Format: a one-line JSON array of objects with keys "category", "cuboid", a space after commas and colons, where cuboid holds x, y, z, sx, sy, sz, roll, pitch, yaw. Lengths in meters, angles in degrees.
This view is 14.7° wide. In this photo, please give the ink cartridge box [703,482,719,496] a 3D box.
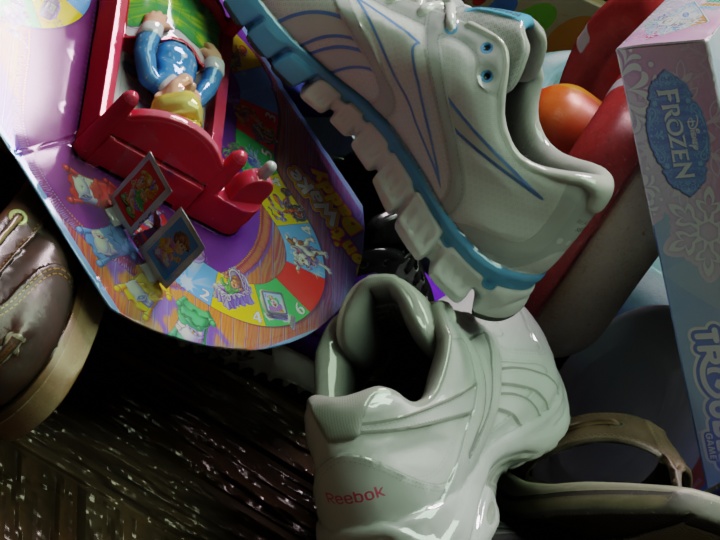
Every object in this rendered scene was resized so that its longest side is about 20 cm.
[{"category": "ink cartridge box", "cuboid": [0.199, 0.167, 1.160, 0.041, 0.200, 0.200, -40, 88, -22]}]

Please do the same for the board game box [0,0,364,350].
[{"category": "board game box", "cuboid": [-0.066, -0.066, 1.039, 0.158, 0.039, 0.200, -19, 73, -51]}]

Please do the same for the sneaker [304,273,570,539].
[{"category": "sneaker", "cuboid": [0.028, 0.039, 1.069, 0.200, 0.078, 0.100, -61, 139, -64]}]

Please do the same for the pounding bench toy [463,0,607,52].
[{"category": "pounding bench toy", "cuboid": [0.080, -0.220, 1.560, 0.156, 0.124, 0.200, 17, 40, -47]}]

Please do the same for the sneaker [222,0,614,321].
[{"category": "sneaker", "cuboid": [0.023, -0.084, 1.065, 0.200, 0.087, 0.075, 50, 26, 4]}]

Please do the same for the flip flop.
[{"category": "flip flop", "cuboid": [0.097, 0.086, 1.124, 0.081, 0.058, 0.200, 24, -7, -16]}]

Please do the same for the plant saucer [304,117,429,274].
[{"category": "plant saucer", "cuboid": [0.018, -0.066, 1.330, 0.200, 0.036, 0.200, 46, 24, -28]}]

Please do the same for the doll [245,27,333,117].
[{"category": "doll", "cuboid": [-0.040, -0.083, 1.175, 0.199, 0.049, 0.136, 10, 12, 11]}]

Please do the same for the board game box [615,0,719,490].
[{"category": "board game box", "cuboid": [0.174, -0.033, 1.180, 0.199, 0.043, 0.200, -45, 126, -58]}]

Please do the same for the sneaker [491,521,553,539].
[{"category": "sneaker", "cuboid": [0.094, 0.153, 1.103, 0.199, 0.071, 0.083, 29, -5, -25]}]

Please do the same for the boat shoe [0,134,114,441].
[{"category": "boat shoe", "cuboid": [-0.125, -0.023, 1.033, 0.070, 0.070, 0.200, 40, 27, -19]}]

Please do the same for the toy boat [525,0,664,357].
[{"category": "toy boat", "cuboid": [0.087, -0.063, 1.241, 0.131, 0.131, 0.200, 33, 37, 1]}]

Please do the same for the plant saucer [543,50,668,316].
[{"category": "plant saucer", "cuboid": [0.149, -0.040, 1.386, 0.200, 0.027, 0.200, 21, 41, -20]}]

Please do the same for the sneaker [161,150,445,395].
[{"category": "sneaker", "cuboid": [0.000, 0.000, 1.157, 0.200, 0.100, 0.070, 18, 39, -44]}]

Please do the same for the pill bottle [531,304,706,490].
[{"category": "pill bottle", "cuboid": [0.183, 0.106, 1.286, 0.200, 0.112, 0.112, 32, 30, -30]}]
